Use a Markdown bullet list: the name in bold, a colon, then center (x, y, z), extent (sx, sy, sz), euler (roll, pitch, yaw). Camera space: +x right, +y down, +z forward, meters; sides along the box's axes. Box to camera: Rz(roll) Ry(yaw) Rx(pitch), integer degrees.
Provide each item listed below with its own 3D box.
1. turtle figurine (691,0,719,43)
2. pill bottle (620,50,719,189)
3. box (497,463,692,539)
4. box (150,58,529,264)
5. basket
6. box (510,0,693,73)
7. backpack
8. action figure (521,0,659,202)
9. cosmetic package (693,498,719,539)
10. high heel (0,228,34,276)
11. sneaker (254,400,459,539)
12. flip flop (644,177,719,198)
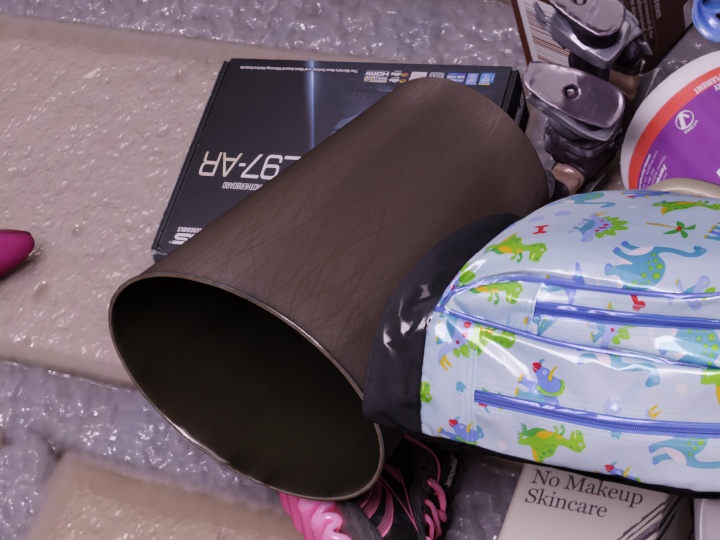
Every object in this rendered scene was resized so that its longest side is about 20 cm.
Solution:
- **turtle figurine**: center (0.291, -0.217, 1.093), extent (0.192, 0.202, 0.144), euler (0, 15, -21)
- **pill bottle**: center (0.230, -0.021, 1.007), extent (0.112, 0.113, 0.200), euler (-29, 50, -6)
- **box**: center (0.096, 0.183, 0.917), extent (0.081, 0.069, 0.201), euler (7, 56, 22)
- **box**: center (-0.011, -0.054, 1.156), extent (0.198, 0.044, 0.161), euler (4, 54, 20)
- **basket**: center (0.000, 0.000, 0.981), extent (0.179, 0.137, 0.200), euler (12, 44, 40)
- **box**: center (0.181, -0.205, 1.179), extent (0.075, 0.100, 0.200), euler (27, 66, 33)
- **backpack**: center (0.128, 0.031, 0.845), extent (0.199, 0.155, 0.163), euler (26, 26, 25)
- **action figure**: center (0.121, -0.096, 1.056), extent (0.069, 0.200, 0.131), euler (19, 80, 11)
- **cosmetic package**: center (0.251, 0.117, 0.871), extent (0.198, 0.091, 0.107), euler (0, 17, 5)
- **high heel**: center (-0.287, 0.042, 1.176), extent (0.198, 0.067, 0.097), euler (-21, 77, -3)
- **sneaker**: center (0.016, 0.128, 0.992), extent (0.095, 0.079, 0.201), euler (-19, 50, -13)
- **flip flop**: center (0.211, 0.006, 0.902), extent (0.199, 0.057, 0.082), euler (23, 99, 27)
